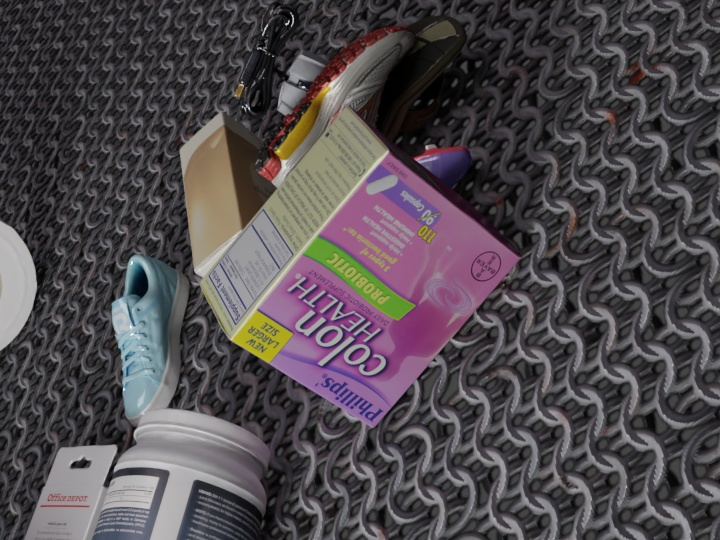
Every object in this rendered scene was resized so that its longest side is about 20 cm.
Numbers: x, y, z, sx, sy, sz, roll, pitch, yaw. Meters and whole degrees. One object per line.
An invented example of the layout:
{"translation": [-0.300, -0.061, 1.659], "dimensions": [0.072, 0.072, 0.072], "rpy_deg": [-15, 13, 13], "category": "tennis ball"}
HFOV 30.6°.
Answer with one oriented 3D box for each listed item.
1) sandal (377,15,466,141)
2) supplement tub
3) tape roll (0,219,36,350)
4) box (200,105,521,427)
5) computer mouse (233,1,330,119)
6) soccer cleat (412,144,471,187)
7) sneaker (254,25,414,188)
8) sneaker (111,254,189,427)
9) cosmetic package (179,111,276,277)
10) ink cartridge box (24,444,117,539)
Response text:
{"translation": [0.042, -0.167, 1.304], "dimensions": [0.202, 0.057, 0.080], "rpy_deg": [-54, 38, 28], "category": "sandal"}
{"translation": [-0.161, 0.237, 1.139], "dimensions": [0.140, 0.140, 0.202], "rpy_deg": [-12, 53, 43], "category": "supplement tub"}
{"translation": [-0.519, 0.016, 1.675], "dimensions": [0.071, 0.202, 0.204], "rpy_deg": [24, 81, 53], "category": "tape roll"}
{"translation": [0.000, 0.000, 1.109], "dimensions": [0.200, 0.175, 0.097], "rpy_deg": [-48, 36, 9], "category": "box"}
{"translation": [-0.048, -0.181, 1.310], "dimensions": [0.044, 0.200, 0.111], "rpy_deg": [21, 89, 31], "category": "computer mouse"}
{"translation": [0.026, -0.051, 1.230], "dimensions": [0.199, 0.067, 0.077], "rpy_deg": [-27, 73, 27], "category": "soccer cleat"}
{"translation": [-0.013, -0.151, 1.257], "dimensions": [0.201, 0.082, 0.078], "rpy_deg": [-52, 18, -5], "category": "sneaker"}
{"translation": [-0.240, 0.071, 1.411], "dimensions": [0.074, 0.082, 0.201], "rpy_deg": [-30, 43, 32], "category": "sneaker"}
{"translation": [-0.122, -0.061, 1.363], "dimensions": [0.071, 0.105, 0.201], "rpy_deg": [-39, 40, 21], "category": "cosmetic package"}
{"translation": [-0.280, 0.279, 1.304], "dimensions": [0.115, 0.068, 0.202], "rpy_deg": [-9, 56, 45], "category": "ink cartridge box"}
